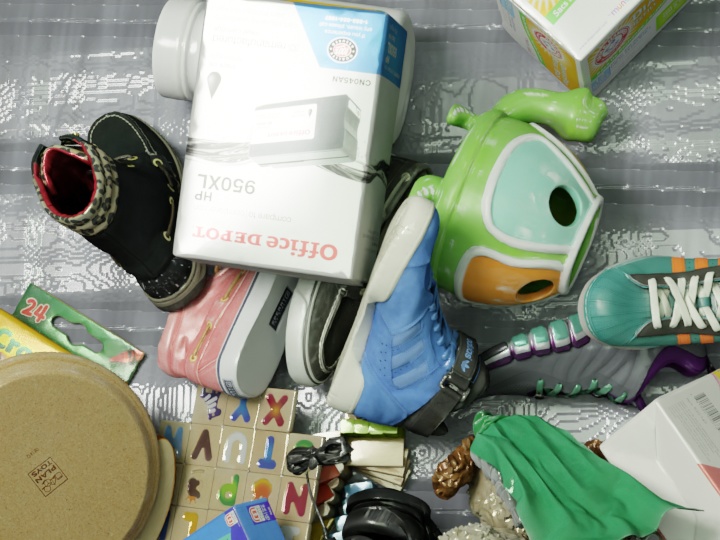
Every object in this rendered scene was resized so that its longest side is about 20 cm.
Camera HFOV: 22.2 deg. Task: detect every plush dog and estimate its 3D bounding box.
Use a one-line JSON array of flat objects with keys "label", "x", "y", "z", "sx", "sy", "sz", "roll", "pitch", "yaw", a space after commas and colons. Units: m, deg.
[{"label": "plush dog", "x": 0.140, "y": 0.199, "z": 1.379, "sx": 0.198, "sy": 0.161, "sz": 0.173, "roll": 2, "pitch": 59, "yaw": -5}]

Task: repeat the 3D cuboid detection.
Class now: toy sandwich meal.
[{"label": "toy sandwich meal", "x": -0.242, "y": 0.153, "z": 1.426, "sx": 0.203, "sy": 0.070, "sz": 0.207, "roll": -3, "pitch": 98, "yaw": -19}]

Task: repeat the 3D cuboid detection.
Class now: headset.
[{"label": "headset", "x": 0.014, "y": 0.207, "z": 1.365, "sx": 0.094, "sy": 0.124, "sz": 0.200, "roll": -23, "pitch": 112, "yaw": 42}]

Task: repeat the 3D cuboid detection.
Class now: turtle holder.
[{"label": "turtle holder", "x": 0.121, "y": -0.053, "z": 1.434, "sx": 0.131, "sy": 0.142, "sz": 0.186, "roll": 21, "pitch": 38, "yaw": 14}]

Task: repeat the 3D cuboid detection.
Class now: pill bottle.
[{"label": "pill bottle", "x": -0.063, "y": -0.168, "z": 1.494, "sx": 0.198, "sy": 0.111, "sz": 0.112, "roll": 9, "pitch": 79, "yaw": 12}]

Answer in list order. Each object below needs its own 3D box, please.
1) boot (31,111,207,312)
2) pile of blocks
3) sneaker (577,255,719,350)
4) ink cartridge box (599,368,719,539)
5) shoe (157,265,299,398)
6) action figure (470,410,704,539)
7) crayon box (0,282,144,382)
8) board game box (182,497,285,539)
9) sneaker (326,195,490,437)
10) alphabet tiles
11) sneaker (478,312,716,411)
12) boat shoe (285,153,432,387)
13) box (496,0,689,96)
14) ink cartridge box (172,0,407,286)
[{"label": "boot", "x": -0.200, "y": -0.078, "z": 1.455, "sx": 0.073, "sy": 0.154, "sz": 0.204, "roll": -33, "pitch": 53, "yaw": 11}, {"label": "pile of blocks", "x": -0.011, "y": 0.160, "z": 1.436, "sx": 0.082, "sy": 0.062, "sz": 0.201, "roll": 24, "pitch": 83, "yaw": 14}, {"label": "sneaker", "x": 0.260, "y": 0.019, "z": 1.364, "sx": 0.198, "sy": 0.080, "sz": 0.072, "roll": -4, "pitch": 87, "yaw": -23}, {"label": "ink cartridge box", "x": 0.279, "y": 0.136, "z": 1.355, "sx": 0.068, "sy": 0.199, "sz": 0.117, "roll": -46, "pitch": 70, "yaw": 37}, {"label": "shoe", "x": -0.088, "y": 0.006, "z": 1.479, "sx": 0.090, "sy": 0.072, "sz": 0.201, "roll": 10, "pitch": 63, "yaw": 34}, {"label": "action figure", "x": 0.135, "y": 0.150, "z": 1.297, "sx": 0.117, "sy": 0.055, "sz": 0.200, "roll": -14, "pitch": 30, "yaw": -23}, {"label": "crayon box", "x": -0.282, "y": 0.119, "z": 1.500, "sx": 0.126, "sy": 0.051, "sz": 0.201, "roll": 29, "pitch": 83, "yaw": 15}, {"label": "board game box", "x": -0.118, "y": 0.286, "z": 1.390, "sx": 0.200, "sy": 0.045, "sz": 0.153, "roll": -37, "pitch": 72, "yaw": 31}, {"label": "sneaker", "x": 0.053, "y": 0.040, "z": 1.359, "sx": 0.110, "sy": 0.077, "sz": 0.201, "roll": 20, "pitch": 123, "yaw": -1}, {"label": "alphabet tiles", "x": -0.106, "y": 0.190, "z": 1.441, "sx": 0.165, "sy": 0.006, "sz": 0.202, "roll": 3, "pitch": 78, "yaw": 34}, {"label": "sneaker", "x": 0.174, "y": 0.079, "z": 1.418, "sx": 0.199, "sy": 0.074, "sz": 0.088, "roll": -21, "pitch": 80, "yaw": 4}, {"label": "boat shoe", "x": 0.000, "y": 0.000, "z": 1.459, "sx": 0.063, "sy": 0.071, "sz": 0.201, "roll": 14, "pitch": 78, "yaw": 32}, {"label": "box", "x": 0.210, "y": -0.249, "z": 1.464, "sx": 0.200, "sy": 0.113, "sz": 0.101, "roll": -45, "pitch": 74, "yaw": -1}, {"label": "ink cartridge box", "x": -0.053, "y": -0.097, "z": 1.388, "sx": 0.143, "sy": 0.084, "sz": 0.202, "roll": 7, "pitch": 89, "yaw": 11}]
